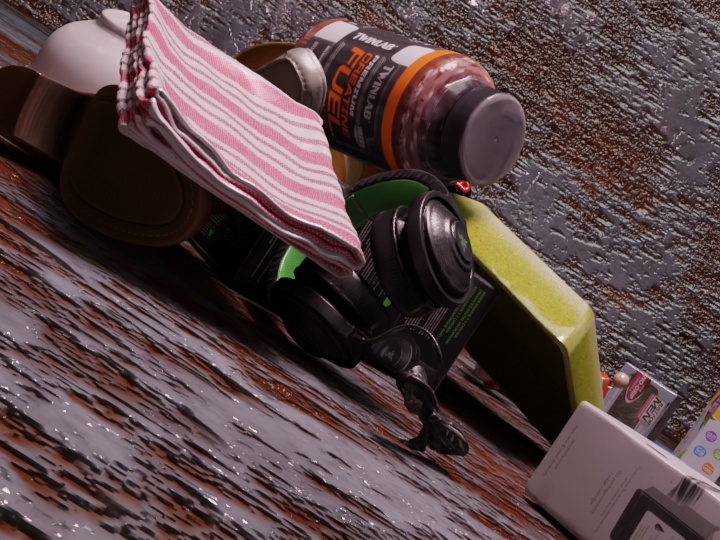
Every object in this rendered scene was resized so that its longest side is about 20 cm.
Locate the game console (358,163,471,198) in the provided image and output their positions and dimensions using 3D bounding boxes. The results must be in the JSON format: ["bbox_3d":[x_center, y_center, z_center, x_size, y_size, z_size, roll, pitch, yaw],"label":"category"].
[{"bbox_3d":[0.011,-0.054,1.096,0.177,0.200,0.031,33,45,16],"label":"game console"}]

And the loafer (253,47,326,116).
[{"bbox_3d":[-0.097,-0.109,0.903,0.070,0.200,0.070,-18,74,-42],"label":"loafer"}]

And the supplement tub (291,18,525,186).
[{"bbox_3d":[0.034,-0.129,0.880,0.200,0.107,0.107,27,-1,43],"label":"supplement tub"}]

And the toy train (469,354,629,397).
[{"bbox_3d":[0.178,0.103,1.120,0.149,0.056,0.200,13,5,2],"label":"toy train"}]

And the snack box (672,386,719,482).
[{"bbox_3d":[0.418,0.207,1.341,0.053,0.143,0.200,35,3,15],"label":"snack box"}]

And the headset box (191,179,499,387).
[{"bbox_3d":[-0.019,-0.013,0.827,0.200,0.093,0.174,31,4,-31],"label":"headset box"}]

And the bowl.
[{"bbox_3d":[-0.216,-0.189,1.072,0.200,0.091,0.201,24,19,-8],"label":"bowl"}]

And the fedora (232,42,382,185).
[{"bbox_3d":[-0.069,-0.106,1.028,0.200,0.201,0.082,34,45,6],"label":"fedora"}]

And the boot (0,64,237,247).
[{"bbox_3d":[-0.119,-0.057,0.677,0.200,0.074,0.155,35,5,36],"label":"boot"}]

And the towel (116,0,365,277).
[{"bbox_3d":[-0.066,-0.086,0.626,0.146,0.030,0.200,35,20,-26],"label":"towel"}]

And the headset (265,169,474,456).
[{"bbox_3d":[0.015,0.018,0.638,0.094,0.123,0.200,55,8,-30],"label":"headset"}]

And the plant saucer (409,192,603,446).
[{"bbox_3d":[0.125,0.040,0.883,0.200,0.048,0.200,49,-12,37],"label":"plant saucer"}]

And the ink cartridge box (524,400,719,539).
[{"bbox_3d":[0.198,0.162,0.608,0.116,0.067,0.200,31,4,-39],"label":"ink cartridge box"}]

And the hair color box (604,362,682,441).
[{"bbox_3d":[0.284,0.156,1.175,0.061,0.099,0.200,35,4,18],"label":"hair color box"}]
